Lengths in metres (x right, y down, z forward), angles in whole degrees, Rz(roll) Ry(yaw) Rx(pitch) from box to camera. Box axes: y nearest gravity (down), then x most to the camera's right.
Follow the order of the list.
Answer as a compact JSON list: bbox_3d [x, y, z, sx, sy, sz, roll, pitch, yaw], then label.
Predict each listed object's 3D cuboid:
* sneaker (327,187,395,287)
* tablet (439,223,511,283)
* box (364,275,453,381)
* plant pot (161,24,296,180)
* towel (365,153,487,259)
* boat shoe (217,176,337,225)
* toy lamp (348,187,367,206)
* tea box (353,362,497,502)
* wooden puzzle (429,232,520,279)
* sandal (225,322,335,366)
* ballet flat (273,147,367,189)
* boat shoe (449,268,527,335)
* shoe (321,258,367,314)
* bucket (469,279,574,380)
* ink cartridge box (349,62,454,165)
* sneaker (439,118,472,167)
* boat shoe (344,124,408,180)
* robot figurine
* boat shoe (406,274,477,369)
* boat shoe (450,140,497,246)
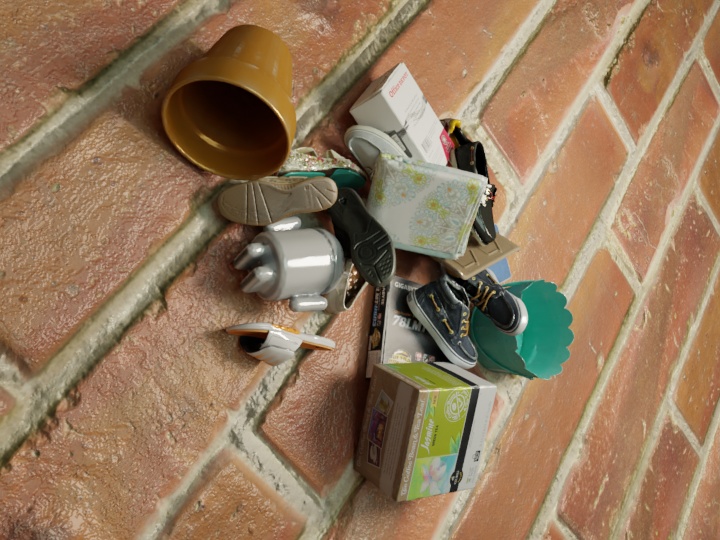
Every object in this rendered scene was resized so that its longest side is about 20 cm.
[{"bbox_3d":[0.008,-0.038,1.251,0.076,0.200,0.115,-28,147,-7],"label":"sneaker"},{"bbox_3d":[0.243,-0.014,1.561,0.199,0.014,0.131,-23,99,-38],"label":"tablet"},{"bbox_3d":[0.105,0.127,1.409,0.199,0.049,0.201,18,73,-37],"label":"box"},{"bbox_3d":[-0.186,-0.277,1.151,0.200,0.199,0.185,37,47,-29],"label":"plant pot"},{"bbox_3d":[0.110,-0.111,1.304,0.198,0.172,0.048,12,35,-5],"label":"towel"},{"bbox_3d":[-0.139,-0.119,1.212,0.198,0.063,0.074,-7,107,-20],"label":"boat shoe"},{"bbox_3d":[0.024,-0.123,1.371,0.199,0.058,0.059,-2,85,-38],"label":"toy lamp"},{"bbox_3d":[0.114,0.279,1.306,0.195,0.133,0.202,3,102,-37],"label":"tea box"},{"bbox_3d":[0.187,-0.052,1.443,0.199,0.185,0.047,-21,138,-41],"label":"wooden puzzle"},{"bbox_3d":[-0.124,0.128,1.202,0.205,0.079,0.060,17,71,-38],"label":"sandal"},{"bbox_3d":[-0.070,-0.185,1.297,0.199,0.075,0.065,1,67,-42],"label":"ballet flat"},{"bbox_3d":[0.241,0.051,1.434,0.090,0.201,0.071,18,113,-31],"label":"boat shoe"},{"bbox_3d":[0.000,0.000,1.336,0.070,0.053,0.201,46,58,-24],"label":"shoe"},{"bbox_3d":[0.333,0.124,1.536,0.206,0.134,0.210,7,79,-39],"label":"bucket"},{"bbox_3d":[0.083,-0.271,1.399,0.201,0.083,0.146,54,36,-19],"label":"ink cartridge box"},{"bbox_3d":[0.205,-0.219,1.514,0.078,0.082,0.201,-41,109,-35],"label":"sneaker"},{"bbox_3d":[0.051,-0.183,1.331,0.200,0.070,0.072,37,38,-10],"label":"boat shoe"},{"bbox_3d":[-0.107,-0.012,1.213,0.199,0.113,0.171,-5,72,-39],"label":"robot figurine"},{"bbox_3d":[0.179,0.099,1.371,0.200,0.090,0.071,48,29,-22],"label":"boat shoe"},{"bbox_3d":[0.227,-0.149,1.411,0.073,0.063,0.203,5,70,-57],"label":"boat shoe"}]
